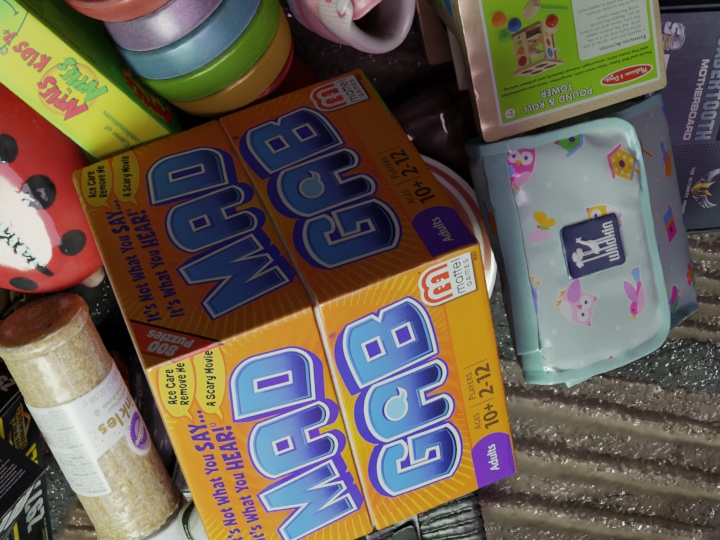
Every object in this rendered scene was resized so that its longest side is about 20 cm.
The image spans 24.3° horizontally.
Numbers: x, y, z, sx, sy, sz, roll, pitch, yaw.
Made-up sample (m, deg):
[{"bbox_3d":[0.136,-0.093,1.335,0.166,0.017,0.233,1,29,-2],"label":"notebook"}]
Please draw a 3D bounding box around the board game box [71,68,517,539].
[{"bbox_3d":[-0.040,0.033,1.053,0.200,0.200,0.200,-21,132,-8],"label":"board game box"}]

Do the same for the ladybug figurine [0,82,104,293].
[{"bbox_3d":[-0.240,-0.056,1.084,0.136,0.072,0.200,-41,111,18],"label":"ladybug figurine"}]

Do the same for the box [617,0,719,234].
[{"bbox_3d":[0.251,-0.120,1.255,0.157,0.051,0.200,-4,127,-16],"label":"box"}]

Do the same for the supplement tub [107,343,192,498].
[{"bbox_3d":[-0.106,0.111,1.265,0.200,0.123,0.123,4,124,-21],"label":"supplement tub"}]

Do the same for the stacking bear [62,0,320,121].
[{"bbox_3d":[-0.093,-0.148,1.087,0.121,0.114,0.200,-34,134,8],"label":"stacking bear"}]

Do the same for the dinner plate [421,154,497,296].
[{"bbox_3d":[0.000,0.000,1.202,0.200,0.024,0.201,-7,120,-12],"label":"dinner plate"}]

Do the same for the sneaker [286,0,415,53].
[{"bbox_3d":[-0.023,-0.218,1.046,0.075,0.105,0.200,-39,133,-13],"label":"sneaker"}]

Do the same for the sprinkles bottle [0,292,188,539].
[{"bbox_3d":[-0.179,0.113,1.143,0.068,0.068,0.200,-23,117,-1],"label":"sprinkles bottle"}]

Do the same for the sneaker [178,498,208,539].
[{"bbox_3d":[-0.053,0.127,1.182,0.200,0.088,0.076,-37,102,-38],"label":"sneaker"}]

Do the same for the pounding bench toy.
[{"bbox_3d":[0.140,-0.197,1.088,0.200,0.156,0.124,-17,122,-5],"label":"pounding bench toy"}]

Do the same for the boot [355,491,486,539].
[{"bbox_3d":[0.034,0.258,1.451,0.157,0.079,0.211,-12,128,-9],"label":"boot"}]

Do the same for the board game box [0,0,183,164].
[{"bbox_3d":[-0.199,-0.146,1.052,0.048,0.102,0.200,-39,128,14],"label":"board game box"}]

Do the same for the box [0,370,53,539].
[{"bbox_3d":[-0.305,0.140,1.209,0.159,0.049,0.200,17,131,16],"label":"box"}]

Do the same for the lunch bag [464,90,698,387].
[{"bbox_3d":[0.147,-0.024,1.135,0.122,0.200,0.171,-7,99,28],"label":"lunch bag"}]

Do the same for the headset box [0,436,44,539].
[{"bbox_3d":[-0.340,0.146,1.135,0.200,0.093,0.174,37,134,2],"label":"headset box"}]

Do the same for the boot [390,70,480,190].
[{"bbox_3d":[0.018,-0.038,1.232,0.200,0.064,0.187,-26,120,0],"label":"boot"}]

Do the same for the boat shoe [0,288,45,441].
[{"bbox_3d":[-0.248,0.034,1.178,0.072,0.068,0.200,-26,118,-13],"label":"boat shoe"}]
